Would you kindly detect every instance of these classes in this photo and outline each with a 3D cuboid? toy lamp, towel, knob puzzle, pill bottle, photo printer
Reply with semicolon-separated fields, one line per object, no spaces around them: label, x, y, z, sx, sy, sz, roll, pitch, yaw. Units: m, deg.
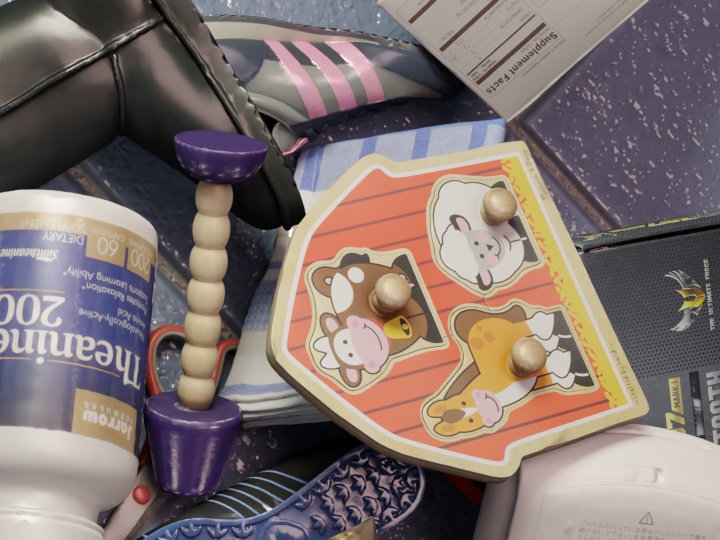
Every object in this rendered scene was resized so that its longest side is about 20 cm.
toy lamp;-0.086;0.026;1.369;0.058;0.058;0.201;1;106;-26
towel;0.000;0.000;1.428;0.024;0.147;0.200;48;49;-40
knob puzzle;0.042;0.021;1.348;0.219;0.030;0.220;9;62;-17
pill bottle;-0.171;0.067;1.341;0.111;0.111;0.200;12;69;-23
photo printer;0.138;0.182;1.417;0.166;0.069;0.200;8;108;-14

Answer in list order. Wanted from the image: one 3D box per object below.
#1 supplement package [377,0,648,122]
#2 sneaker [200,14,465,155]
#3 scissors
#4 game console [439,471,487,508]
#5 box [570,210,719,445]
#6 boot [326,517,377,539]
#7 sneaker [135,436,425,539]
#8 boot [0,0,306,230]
supplement package;0.124;-0.216;1.519;0.111;0.156;0.200;41;39;-9
sneaker;-0.029;-0.105;1.502;0.200;0.070;0.082;5;89;-23
scissors;-0.113;0.120;1.410;0.073;0.014;0.200;27;62;-19
game console;0.087;0.046;1.473;0.177;0.031;0.200;43;49;-36
box;0.198;0.068;1.489;0.157;0.051;0.201;-9;98;-21
boot;-0.002;0.228;1.272;0.064;0.186;0.201;-3;86;-6
sneaker;-0.058;0.151;1.403;0.200;0.078;0.070;-23;91;-9
boot;-0.145;-0.074;1.398;0.168;0.076;0.200;-32;101;-3
